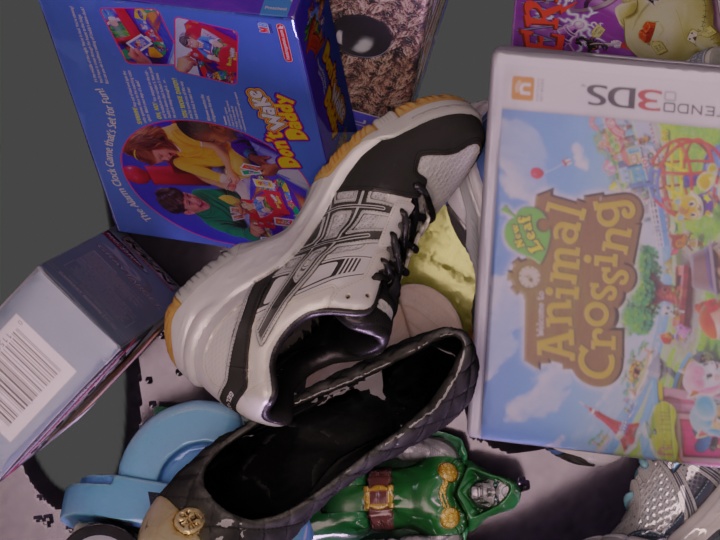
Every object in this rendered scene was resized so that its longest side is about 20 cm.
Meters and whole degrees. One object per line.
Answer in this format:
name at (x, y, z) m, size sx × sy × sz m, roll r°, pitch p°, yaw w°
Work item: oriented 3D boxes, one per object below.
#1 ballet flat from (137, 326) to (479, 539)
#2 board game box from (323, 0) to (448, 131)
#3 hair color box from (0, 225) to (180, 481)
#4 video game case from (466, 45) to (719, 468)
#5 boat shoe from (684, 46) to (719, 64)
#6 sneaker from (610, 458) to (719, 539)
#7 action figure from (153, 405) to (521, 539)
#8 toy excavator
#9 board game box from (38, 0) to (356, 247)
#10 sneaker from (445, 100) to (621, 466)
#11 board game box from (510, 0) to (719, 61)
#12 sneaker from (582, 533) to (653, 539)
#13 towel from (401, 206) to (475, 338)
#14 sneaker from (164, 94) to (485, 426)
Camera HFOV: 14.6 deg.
ballet flat at (-0.028, 0.085, 1.387) m, size 0.199 × 0.057 × 0.067 m, roll -34°, pitch 68°, yaw -17°
board game box at (-0.031, -0.177, 1.398) m, size 0.158 × 0.200 × 0.097 m, roll 16°, pitch 57°, yaw 4°
hair color box at (-0.155, 0.041, 1.445) m, size 0.061 × 0.200 × 0.099 m, roll 44°, pitch 99°, yaw -1°
video game case at (0.148, -0.004, 1.398) m, size 0.181 × 0.022 × 0.202 m, roll 6°, pitch 103°, yaw 13°
boat shoe at (0.208, -0.017, 1.434) m, size 0.071 × 0.070 × 0.201 m, roll -29°, pitch 97°, yaw 34°
sneaker at (0.178, 0.089, 1.488) m, size 0.086 × 0.078 × 0.200 m, roll 44°, pitch 90°, yaw 5°
action figure at (-0.013, 0.124, 1.515) m, size 0.198 × 0.055 × 0.119 m, roll -4°, pitch 83°, yaw 1°
toy excavator at (-0.052, 0.096, 1.453) m, size 0.193 × 0.100 × 0.202 m, roll 8°, pitch 77°, yaw 5°
board game box at (-0.075, -0.086, 1.422) m, size 0.133 × 0.201 × 0.045 m, roll 8°, pitch 56°, yaw 14°
sneaker at (0.101, 0.005, 1.451) m, size 0.077 × 0.076 × 0.201 m, roll -16°, pitch 96°, yaw 41°
board game box at (0.138, -0.145, 1.418) m, size 0.119 × 0.032 × 0.201 m, roll 10°, pitch 138°, yaw 8°
sneaker at (0.075, 0.191, 1.438) m, size 0.199 × 0.115 × 0.076 m, roll -13°, pitch 98°, yaw 48°
towel at (0.049, -0.002, 1.513) m, size 0.199 × 0.018 × 0.086 m, roll 29°, pitch 95°, yaw 2°
sneaker at (0.000, 0.000, 1.398) m, size 0.200 × 0.076 × 0.088 m, roll -43°, pitch 57°, yaw -9°
